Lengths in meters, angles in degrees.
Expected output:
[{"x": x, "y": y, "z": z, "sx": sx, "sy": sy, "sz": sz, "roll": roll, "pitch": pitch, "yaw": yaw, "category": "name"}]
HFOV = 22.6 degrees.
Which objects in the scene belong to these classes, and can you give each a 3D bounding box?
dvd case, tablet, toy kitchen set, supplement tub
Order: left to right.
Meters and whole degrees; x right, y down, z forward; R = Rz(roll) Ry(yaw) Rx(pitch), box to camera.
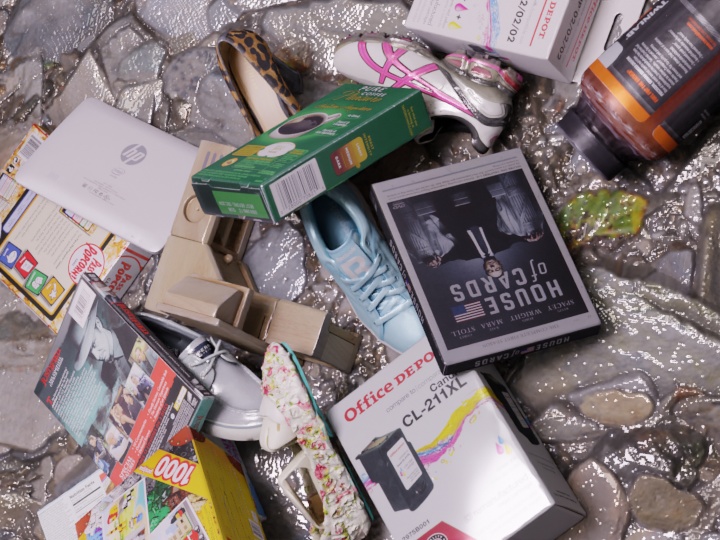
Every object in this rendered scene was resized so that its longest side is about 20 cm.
[{"x": -0.227, "y": 0.117, "z": 1.701, "sx": 0.200, "sy": 0.022, "sz": 0.146, "roll": 41, "pitch": 118, "yaw": 31, "category": "dvd case"}, {"x": -0.244, "y": -0.100, "z": 1.844, "sx": 0.199, "sy": 0.014, "sz": 0.130, "roll": 26, "pitch": 63, "yaw": 25, "category": "tablet"}, {"x": -0.103, "y": -0.022, "z": 1.698, "sx": 0.199, "sy": 0.163, "sz": 0.181, "roll": 15, "pitch": 82, "yaw": 30, "category": "toy kitchen set"}, {"x": 0.109, "y": -0.011, "z": 1.612, "sx": 0.150, "sy": 0.025, "sz": 0.201, "roll": -14, "pitch": 59, "yaw": -13, "category": "dvd case"}, {"x": 0.267, "y": -0.171, "z": 1.579, "sx": 0.200, "sy": 0.107, "sz": 0.107, "roll": -43, "pitch": 61, "yaw": 10, "category": "supplement tub"}]

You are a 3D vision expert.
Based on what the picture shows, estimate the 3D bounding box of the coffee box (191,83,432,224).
[{"x": -0.043, "y": -0.110, "z": 1.658, "sx": 0.200, "sy": 0.044, "sz": 0.123, "roll": -34, "pitch": 25, "yaw": -30, "category": "coffee box"}]

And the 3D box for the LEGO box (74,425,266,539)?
[{"x": -0.161, "y": 0.258, "z": 1.576, "sx": 0.149, "sy": 0.077, "sz": 0.200, "roll": -42, "pitch": 35, "yaw": 10, "category": "LEGO box"}]

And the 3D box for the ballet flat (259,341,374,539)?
[{"x": -0.052, "y": 0.163, "z": 1.618, "sx": 0.064, "sy": 0.076, "sz": 0.201, "roll": -28, "pitch": 101, "yaw": -16, "category": "ballet flat"}]

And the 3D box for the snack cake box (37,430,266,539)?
[{"x": -0.203, "y": 0.235, "z": 1.732, "sx": 0.200, "sy": 0.067, "sz": 0.115, "roll": -34, "pitch": 61, "yaw": 15, "category": "snack cake box"}]

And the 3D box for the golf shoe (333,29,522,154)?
[{"x": 0.051, "y": -0.171, "z": 1.713, "sx": 0.199, "sy": 0.073, "sz": 0.093, "roll": 18, "pitch": 85, "yaw": 31, "category": "golf shoe"}]

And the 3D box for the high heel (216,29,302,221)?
[{"x": -0.085, "y": -0.133, "z": 1.733, "sx": 0.071, "sy": 0.142, "sz": 0.201, "roll": -25, "pitch": 65, "yaw": 20, "category": "high heel"}]

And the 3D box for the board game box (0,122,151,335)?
[{"x": -0.316, "y": -0.038, "z": 1.884, "sx": 0.200, "sy": 0.046, "sz": 0.152, "roll": 40, "pitch": 95, "yaw": 31, "category": "board game box"}]

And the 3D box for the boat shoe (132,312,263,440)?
[{"x": -0.153, "y": 0.095, "z": 1.688, "sx": 0.200, "sy": 0.072, "sz": 0.070, "roll": 23, "pitch": 46, "yaw": 33, "category": "boat shoe"}]

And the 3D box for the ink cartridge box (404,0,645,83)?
[{"x": 0.156, "y": -0.249, "z": 1.683, "sx": 0.199, "sy": 0.068, "sz": 0.116, "roll": 18, "pitch": 84, "yaw": 30, "category": "ink cartridge box"}]

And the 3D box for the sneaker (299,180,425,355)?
[{"x": 0.000, "y": 0.000, "z": 1.665, "sx": 0.074, "sy": 0.082, "sz": 0.200, "roll": -40, "pitch": 78, "yaw": 17, "category": "sneaker"}]

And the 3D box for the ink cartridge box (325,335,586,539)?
[{"x": 0.080, "y": 0.170, "z": 1.591, "sx": 0.146, "sy": 0.083, "sz": 0.200, "roll": -38, "pitch": 62, "yaw": 13, "category": "ink cartridge box"}]
